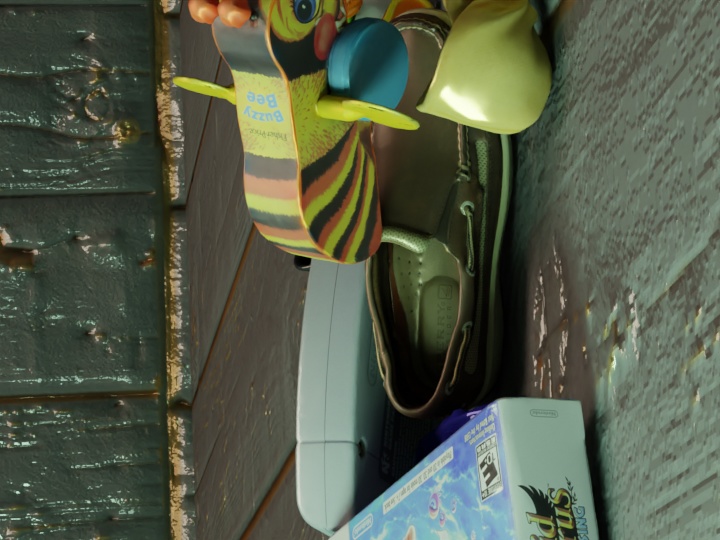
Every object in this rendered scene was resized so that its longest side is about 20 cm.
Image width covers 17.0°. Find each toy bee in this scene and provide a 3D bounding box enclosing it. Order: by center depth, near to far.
[{"bbox_3d":[-0.039,-0.098,1.103,0.131,0.108,0.201,-16,88,41],"label":"toy bee"}]

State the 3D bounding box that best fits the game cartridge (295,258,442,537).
[{"bbox_3d":[0.010,0.047,1.250,0.133,0.041,0.201,35,-124,-57],"label":"game cartridge"}]

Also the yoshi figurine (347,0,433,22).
[{"bbox_3d":[-0.016,-0.099,1.465,0.200,0.111,0.113,102,159,-67],"label":"yoshi figurine"}]

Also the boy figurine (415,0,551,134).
[{"bbox_3d":[0.053,-0.157,1.128,0.124,0.064,0.201,129,142,-72],"label":"boy figurine"}]

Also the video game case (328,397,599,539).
[{"bbox_3d":[0.048,0.176,1.069,0.200,0.045,0.182,133,134,-57],"label":"video game case"}]

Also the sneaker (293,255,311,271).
[{"bbox_3d":[0.000,0.000,1.426,0.072,0.082,0.201,-104,16,-59],"label":"sneaker"}]

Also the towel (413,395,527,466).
[{"bbox_3d":[0.056,0.170,1.173,0.148,0.049,0.201,115,153,-73],"label":"towel"}]

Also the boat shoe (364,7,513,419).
[{"bbox_3d":[0.033,-0.025,1.177,0.075,0.074,0.203,-21,-75,-62],"label":"boat shoe"}]
